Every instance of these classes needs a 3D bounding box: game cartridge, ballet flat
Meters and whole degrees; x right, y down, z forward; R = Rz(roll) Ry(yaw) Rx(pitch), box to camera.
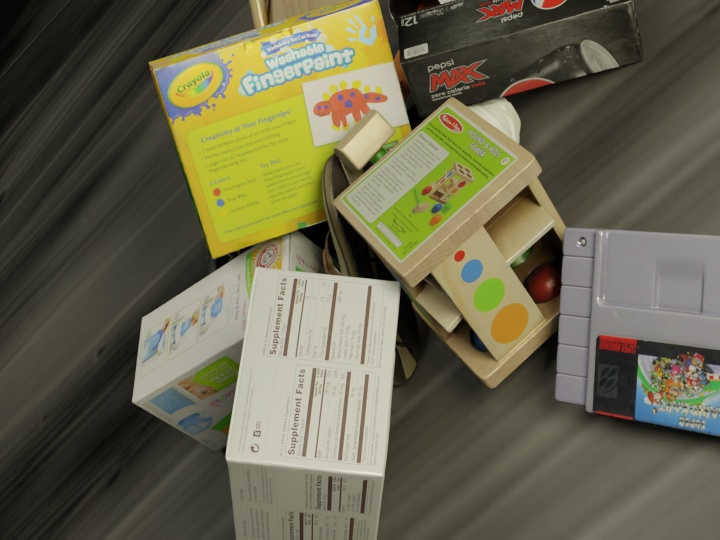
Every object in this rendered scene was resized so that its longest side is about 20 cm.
[{"bbox_3d":[0.214,0.040,0.841,0.198,0.038,0.132,5,90,48],"label":"game cartridge"},{"bbox_3d":[0.103,-0.137,1.133,0.070,0.069,0.200,-48,36,10],"label":"ballet flat"}]

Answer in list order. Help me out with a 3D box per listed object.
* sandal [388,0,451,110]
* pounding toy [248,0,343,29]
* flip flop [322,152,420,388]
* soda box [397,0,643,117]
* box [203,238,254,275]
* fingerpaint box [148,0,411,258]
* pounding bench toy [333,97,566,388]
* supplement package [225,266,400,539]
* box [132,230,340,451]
[{"bbox_3d":[0.056,-0.239,1.177,0.079,0.059,0.209,-8,50,47],"label":"sandal"},{"bbox_3d":[-0.066,-0.195,1.225,0.201,0.140,0.186,109,162,-45],"label":"pounding toy"},{"bbox_3d":[0.000,0.000,1.062,0.057,0.081,0.203,-8,99,41],"label":"flip flop"},{"bbox_3d":[0.133,-0.196,1.072,0.197,0.071,0.064,-13,49,14],"label":"soda box"},{"bbox_3d":[-0.137,-0.071,1.262,0.047,0.202,0.195,-6,41,-7],"label":"box"},{"bbox_3d":[-0.063,-0.126,1.093,0.197,0.169,0.073,-19,17,-8],"label":"fingerpaint box"},{"bbox_3d":[0.072,-0.033,0.994,0.124,0.156,0.200,-41,38,-2],"label":"pounding bench toy"},{"bbox_3d":[-0.034,0.121,0.956,0.109,0.201,0.158,6,56,0],"label":"supplement package"},{"bbox_3d":[-0.100,0.065,1.162,0.199,0.112,0.102,-31,41,30],"label":"box"}]
